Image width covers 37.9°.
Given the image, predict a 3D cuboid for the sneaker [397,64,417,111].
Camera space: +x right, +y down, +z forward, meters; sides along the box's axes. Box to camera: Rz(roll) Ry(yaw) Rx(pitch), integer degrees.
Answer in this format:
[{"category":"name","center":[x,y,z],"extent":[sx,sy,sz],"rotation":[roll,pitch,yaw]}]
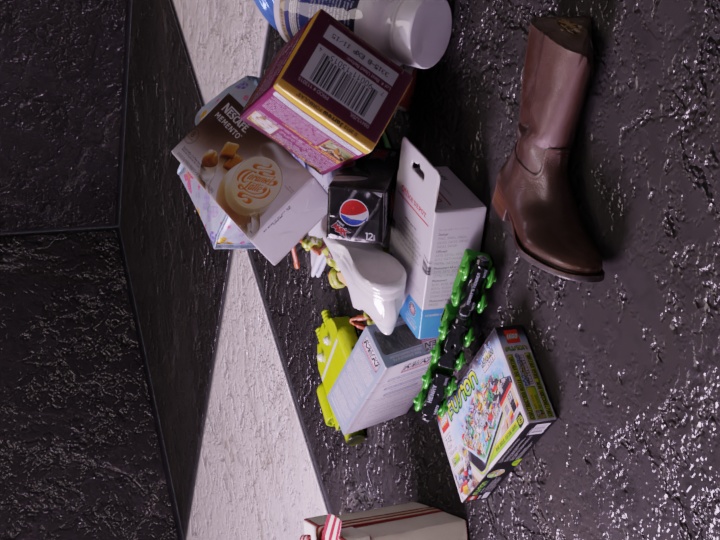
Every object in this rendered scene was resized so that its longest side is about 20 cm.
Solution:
[{"category":"sneaker","center":[0.014,-0.262,1.313],"extent":[0.201,0.081,0.079],"rotation":[-119,31,-47]}]

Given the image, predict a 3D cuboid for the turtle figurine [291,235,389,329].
[{"category":"turtle figurine","center":[0.007,0.011,1.375],"extent":[0.201,0.065,0.160],"rotation":[50,153,-23]}]

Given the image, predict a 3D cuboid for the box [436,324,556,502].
[{"category":"box","center":[0.140,0.158,1.128],"extent":[0.201,0.034,0.111],"rotation":[113,146,-52]}]

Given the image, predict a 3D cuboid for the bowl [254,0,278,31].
[{"category":"bowl","center":[-0.089,-0.422,1.434],"extent":[0.039,0.200,0.204],"rotation":[-6,89,32]}]

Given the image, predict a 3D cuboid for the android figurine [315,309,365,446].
[{"category":"android figurine","center":[-0.028,0.155,1.582],"extent":[0.183,0.040,0.202],"rotation":[112,146,-51]}]

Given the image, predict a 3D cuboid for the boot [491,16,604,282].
[{"category":"boot","center":[0.182,-0.114,0.931],"extent":[0.187,0.063,0.203],"rotation":[-126,41,-51]}]

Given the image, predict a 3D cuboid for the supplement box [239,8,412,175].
[{"category":"supplement box","center":[-0.044,-0.197,1.202],"extent":[0.104,0.130,0.200],"rotation":[-61,16,-11]}]

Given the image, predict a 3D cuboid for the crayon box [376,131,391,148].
[{"category":"crayon box","center":[-0.010,-0.116,1.454],"extent":[0.201,0.051,0.127],"rotation":[110,149,-47]}]

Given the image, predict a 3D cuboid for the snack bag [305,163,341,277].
[{"category":"snack bag","center":[-0.050,-0.120,1.440],"extent":[0.189,0.021,0.203],"rotation":[119,150,-60]}]

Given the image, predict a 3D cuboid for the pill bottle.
[{"category":"pill bottle","center":[0.004,-0.294,1.212],"extent":[0.198,0.110,0.113],"rotation":[23,119,35]}]

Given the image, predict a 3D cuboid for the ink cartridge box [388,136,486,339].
[{"category":"ink cartridge box","center":[0.085,-0.040,1.190],"extent":[0.116,0.066,0.203],"rotation":[-124,35,-55]}]

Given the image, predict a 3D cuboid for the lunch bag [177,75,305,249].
[{"category":"lunch bag","center":[-0.169,-0.159,1.513],"extent":[0.201,0.126,0.171],"rotation":[-55,49,34]}]

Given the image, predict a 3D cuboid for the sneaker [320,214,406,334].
[{"category":"sneaker","center":[0.000,0.000,1.247],"extent":[0.201,0.074,0.090],"rotation":[-116,20,-55]}]

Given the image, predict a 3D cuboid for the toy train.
[{"category":"toy train","center":[0.101,0.071,1.152],"extent":[0.057,0.041,0.203],"rotation":[-93,19,-69]}]

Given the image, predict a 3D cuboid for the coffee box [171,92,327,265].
[{"category":"coffee box","center":[-0.141,-0.120,1.359],"extent":[0.200,0.114,0.080],"rotation":[46,179,32]}]

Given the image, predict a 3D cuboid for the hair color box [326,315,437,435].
[{"category":"hair color box","center":[0.034,0.128,1.308],"extent":[0.061,0.098,0.201],"rotation":[63,152,22]}]

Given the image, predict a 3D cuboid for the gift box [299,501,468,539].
[{"category":"gift box","center":[0.027,0.377,1.269],"extent":[0.200,0.184,0.188],"rotation":[155,109,-69]}]

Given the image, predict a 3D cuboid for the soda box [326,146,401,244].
[{"category":"soda box","center":[0.009,-0.095,1.257],"extent":[0.200,0.070,0.064],"rotation":[-65,-19,-68]}]
